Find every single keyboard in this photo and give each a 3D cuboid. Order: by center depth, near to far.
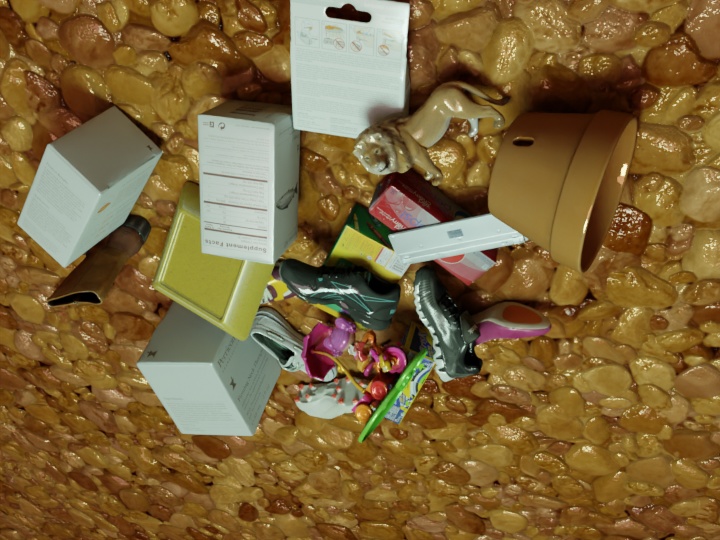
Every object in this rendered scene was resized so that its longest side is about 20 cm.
[{"bbox_3d":[0.139,-0.048,1.138,0.197,0.011,0.057,-11,120,23],"label":"keyboard"}]

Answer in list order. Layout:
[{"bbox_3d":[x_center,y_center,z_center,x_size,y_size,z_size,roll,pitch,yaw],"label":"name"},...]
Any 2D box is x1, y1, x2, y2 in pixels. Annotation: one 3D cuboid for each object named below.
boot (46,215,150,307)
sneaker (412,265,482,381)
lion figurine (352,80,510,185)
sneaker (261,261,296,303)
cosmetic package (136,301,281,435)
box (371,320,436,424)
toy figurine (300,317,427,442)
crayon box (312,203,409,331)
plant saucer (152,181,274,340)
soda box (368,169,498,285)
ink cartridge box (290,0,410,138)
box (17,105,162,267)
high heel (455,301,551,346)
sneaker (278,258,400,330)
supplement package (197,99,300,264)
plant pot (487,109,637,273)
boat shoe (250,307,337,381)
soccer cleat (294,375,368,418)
[{"bbox_3d":[-0.469,-0.004,1.347,0.185,0.202,0.069,0,132,19],"label":"boot"},{"bbox_3d":[0.146,0.083,1.252,0.089,0.066,0.203,-5,111,38],"label":"sneaker"},{"bbox_3d":[0.091,-0.190,1.038,0.200,0.073,0.122,-45,114,9],"label":"lion figurine"},{"bbox_3d":[-0.188,0.043,1.368,0.197,0.091,0.076,-7,130,27],"label":"sneaker"},{"bbox_3d":[-0.275,0.179,1.471,0.164,0.169,0.202,-3,131,23],"label":"cosmetic package"},{"bbox_3d":[0.080,0.185,1.416,0.063,0.071,0.201,23,135,-1],"label":"box"},{"bbox_3d":[-0.011,0.150,1.313,0.183,0.150,0.201,38,121,11],"label":"toy figurine"},{"bbox_3d":[0.000,0.000,1.283,0.117,0.059,0.201,27,135,-5],"label":"crayon box"},{"bbox_3d":[-0.245,-0.010,1.280,0.198,0.048,0.202,28,110,14],"label":"plant saucer"},{"bbox_3d":[0.111,-0.068,1.177,0.199,0.064,0.070,34,134,-14],"label":"soda box"},{"bbox_3d":[-0.012,-0.272,1.049,0.157,0.048,0.202,11,131,10],"label":"ink cartridge box"},{"bbox_3d":[-0.424,-0.130,1.238,0.106,0.153,0.200,42,132,-2],"label":"box"},{"bbox_3d":[0.216,0.107,1.291,0.197,0.068,0.097,2,122,25],"label":"high heel"},{"bbox_3d":[-0.029,0.018,1.232,0.197,0.076,0.080,23,122,-10],"label":"sneaker"},{"bbox_3d":[-0.157,-0.129,1.138,0.115,0.117,0.203,8,114,11],"label":"supplement package"},{"bbox_3d":[0.251,-0.114,1.007,0.138,0.201,0.202,20,137,23],"label":"plant pot"},{"bbox_3d":[-0.129,0.155,1.467,0.199,0.067,0.073,39,133,-17],"label":"boat shoe"},{"bbox_3d":[-0.042,0.249,1.524,0.198,0.070,0.078,-10,137,40],"label":"soccer cleat"}]
